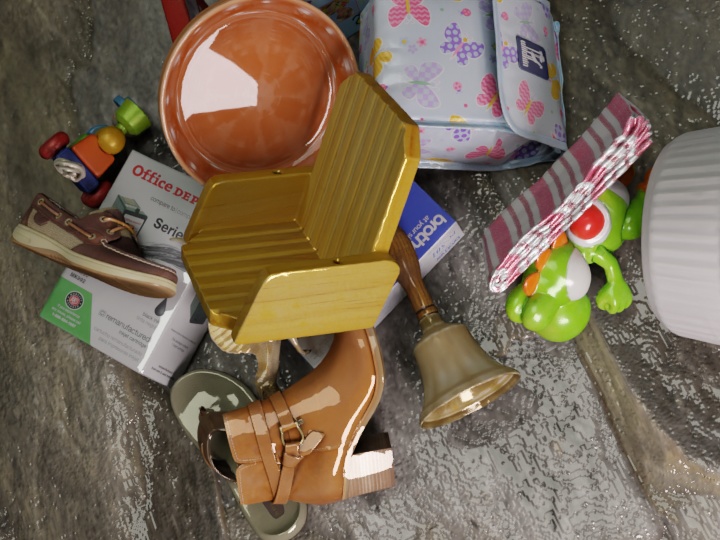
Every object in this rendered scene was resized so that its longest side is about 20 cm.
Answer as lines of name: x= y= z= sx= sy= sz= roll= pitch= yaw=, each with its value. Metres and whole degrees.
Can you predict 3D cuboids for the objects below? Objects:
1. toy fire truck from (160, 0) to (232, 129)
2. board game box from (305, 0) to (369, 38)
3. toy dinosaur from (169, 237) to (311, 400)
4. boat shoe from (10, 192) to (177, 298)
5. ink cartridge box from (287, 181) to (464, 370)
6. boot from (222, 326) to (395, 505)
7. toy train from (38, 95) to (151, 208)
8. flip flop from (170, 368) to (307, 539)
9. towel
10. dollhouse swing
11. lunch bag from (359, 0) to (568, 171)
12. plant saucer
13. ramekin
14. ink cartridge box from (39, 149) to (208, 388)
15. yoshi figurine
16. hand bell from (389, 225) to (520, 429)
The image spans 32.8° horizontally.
toy fire truck: x=-0.152 y=-0.198 z=1.261 sx=0.111 sy=0.168 sz=0.202 roll=-21 pitch=68 yaw=12
board game box: x=-0.038 y=-0.339 z=1.248 sx=0.104 sy=0.200 sz=0.104 roll=-32 pitch=66 yaw=7
toy dinosaur: x=-0.104 y=0.029 z=1.172 sx=0.100 sy=0.058 sz=0.201 roll=-29 pitch=80 yaw=-8
boat shoe: x=-0.256 y=-0.030 z=1.208 sx=0.198 sy=0.072 sz=0.073 roll=18 pitch=81 yaw=30
ink cartridge box: x=0.000 y=0.000 z=1.216 sx=0.200 sy=0.044 sz=0.094 roll=-45 pitch=67 yaw=1
boot: x=-0.052 y=0.121 z=1.136 sx=0.153 sy=0.074 sz=0.203 roll=-7 pitch=93 yaw=-3
toy train: x=-0.266 y=-0.133 z=1.279 sx=0.116 sy=0.200 sz=0.085 roll=-44 pitch=104 yaw=-9
flip flop: x=-0.121 y=0.176 z=1.195 sx=0.081 sy=0.058 sz=0.201 roll=-36 pitch=66 yaw=5
towel: x=0.179 y=-0.075 z=1.113 sx=0.030 sy=0.147 sz=0.200 roll=42 pitch=104 yaw=-9
dollhouse swing: x=-0.060 y=-0.068 z=1.094 sx=0.179 sy=0.178 sz=0.200 roll=-6 pitch=32 yaw=-19
lunch bag: x=0.103 y=-0.194 z=1.190 sx=0.197 sy=0.127 sz=0.172 roll=3 pitch=73 yaw=-10
plant saucer: x=-0.097 y=-0.167 z=1.177 sx=0.200 sy=0.200 sz=0.032 roll=-43 pitch=31 yaw=2
ramekin: x=0.309 y=-0.030 z=1.044 sx=0.093 sy=0.202 sz=0.205 roll=3 pitch=74 yaw=33
ink cartridge box: x=-0.215 y=-0.003 z=1.268 sx=0.145 sy=0.084 sz=0.202 roll=24 pitch=82 yaw=23
yoshi figurine: x=0.208 y=-0.013 z=1.138 sx=0.112 sy=0.112 sz=0.200 roll=46 pitch=74 yaw=-15
hand bell: x=0.059 y=0.034 z=1.142 sx=0.103 sy=0.104 sz=0.202 roll=-29 pitch=72 yaw=8
